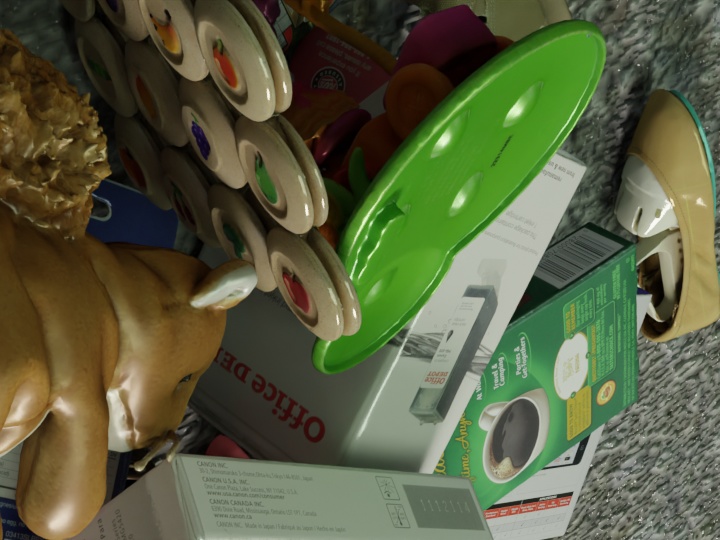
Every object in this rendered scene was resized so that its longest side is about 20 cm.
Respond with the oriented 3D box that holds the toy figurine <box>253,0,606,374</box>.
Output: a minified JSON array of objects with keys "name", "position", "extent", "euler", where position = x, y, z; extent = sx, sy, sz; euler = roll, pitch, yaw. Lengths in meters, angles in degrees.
[{"name":"toy figurine","position":[-0.023,-0.085,0.737],"extent":[0.150,0.184,0.201],"euler":[-26,155,-45]}]

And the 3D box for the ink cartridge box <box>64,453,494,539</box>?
[{"name":"ink cartridge box","position":[-0.063,0.149,0.785],"extent":[0.176,0.045,0.199],"euler":[-39,149,30]}]

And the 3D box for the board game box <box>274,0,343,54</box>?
[{"name":"board game box","position":[-0.036,-0.164,0.817],"extent":[0.200,0.023,0.105],"euler":[-45,136,-15]}]

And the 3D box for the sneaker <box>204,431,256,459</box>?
[{"name":"sneaker","position":[-0.081,0.183,0.949],"extent":[0.086,0.074,0.201],"euler":[-18,126,-35]}]

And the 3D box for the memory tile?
[{"name":"memory tile","position":[-0.071,-0.064,0.695],"extent":[0.017,0.200,0.154],"euler":[-29,125,-20]}]

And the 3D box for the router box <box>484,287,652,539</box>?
[{"name":"router box","position":[0.079,0.087,1.069],"extent":[0.199,0.049,0.181],"euler":[1,113,-46]}]

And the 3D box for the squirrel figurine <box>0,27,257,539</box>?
[{"name":"squirrel figurine","position":[-0.127,0.000,0.644],"extent":[0.186,0.141,0.202],"euler":[-12,98,-48]}]

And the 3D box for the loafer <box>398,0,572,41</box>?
[{"name":"loafer","position":[0.044,-0.157,0.821],"extent":[0.067,0.076,0.200],"euler":[-48,132,-13]}]

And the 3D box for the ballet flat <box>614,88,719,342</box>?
[{"name":"ballet flat","position":[0.197,-0.026,1.108],"extent":[0.063,0.069,0.201],"euler":[-29,133,-11]}]

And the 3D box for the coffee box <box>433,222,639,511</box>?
[{"name":"coffee box","position":[0.079,0.068,0.984],"extent":[0.199,0.044,0.124],"euler":[-32,133,-28]}]

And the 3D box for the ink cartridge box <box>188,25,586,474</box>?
[{"name":"ink cartridge box","position":[0.000,0.000,0.859],"extent":[0.085,0.145,0.201],"euler":[20,99,-51]}]

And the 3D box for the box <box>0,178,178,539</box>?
[{"name":"box","position":[-0.154,0.051,0.770],"extent":[0.121,0.032,0.202],"euler":[20,77,-38]}]

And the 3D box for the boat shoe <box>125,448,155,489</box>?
[{"name":"boat shoe","position":[-0.181,0.122,0.807],"extent":[0.201,0.075,0.075],"euler":[-23,129,-34]}]
